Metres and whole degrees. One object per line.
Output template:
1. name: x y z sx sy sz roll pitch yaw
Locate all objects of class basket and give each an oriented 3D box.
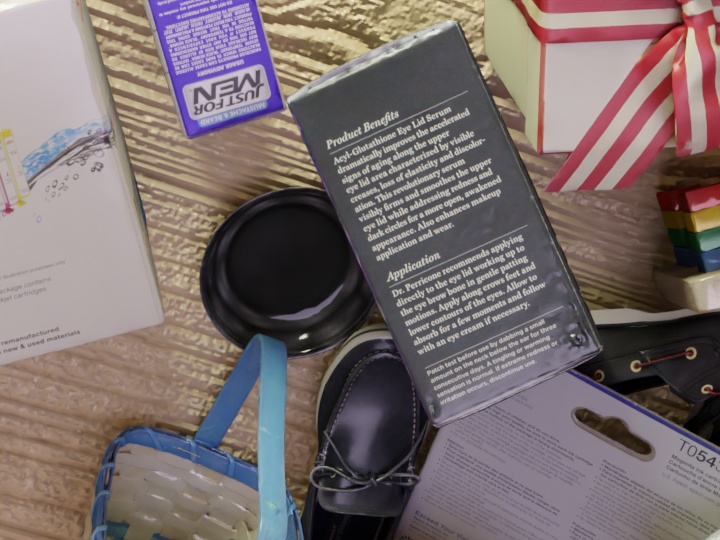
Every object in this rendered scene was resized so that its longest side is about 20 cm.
1. basket: -0.093 0.156 1.351 0.139 0.177 0.200 18 130 -15

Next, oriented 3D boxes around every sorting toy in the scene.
1. sorting toy: 0.272 -0.039 1.318 0.198 0.200 0.070 -15 91 2

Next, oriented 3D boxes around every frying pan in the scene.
1. frying pan: -0.007 -0.014 1.363 0.190 0.031 0.115 -22 118 -2

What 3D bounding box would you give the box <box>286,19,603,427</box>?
1. box: 0.050 -0.027 1.266 0.104 0.148 0.200 -25 88 5

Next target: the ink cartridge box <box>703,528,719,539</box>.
1. ink cartridge box: 0.266 0.199 1.374 0.173 0.044 0.200 -32 143 -11

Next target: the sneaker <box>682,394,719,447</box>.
1. sneaker: 0.257 0.087 1.425 0.081 0.074 0.200 22 96 -26

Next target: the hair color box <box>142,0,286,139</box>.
1. hair color box: -0.098 -0.186 1.227 0.065 0.109 0.201 -15 116 -4

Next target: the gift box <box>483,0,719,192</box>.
1. gift box: 0.149 -0.158 1.240 0.199 0.187 0.185 -9 115 -7

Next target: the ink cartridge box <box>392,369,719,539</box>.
1. ink cartridge box: 0.134 0.148 1.393 0.196 0.043 0.200 29 121 11

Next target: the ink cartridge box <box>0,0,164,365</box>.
1. ink cartridge box: -0.204 -0.069 1.241 0.144 0.147 0.201 -14 116 -3

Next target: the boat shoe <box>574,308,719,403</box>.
1. boat shoe: 0.206 0.049 1.363 0.201 0.074 0.063 -7 80 28

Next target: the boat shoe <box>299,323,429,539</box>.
1. boat shoe: 0.002 0.125 1.403 0.074 0.062 0.201 9 118 -13
